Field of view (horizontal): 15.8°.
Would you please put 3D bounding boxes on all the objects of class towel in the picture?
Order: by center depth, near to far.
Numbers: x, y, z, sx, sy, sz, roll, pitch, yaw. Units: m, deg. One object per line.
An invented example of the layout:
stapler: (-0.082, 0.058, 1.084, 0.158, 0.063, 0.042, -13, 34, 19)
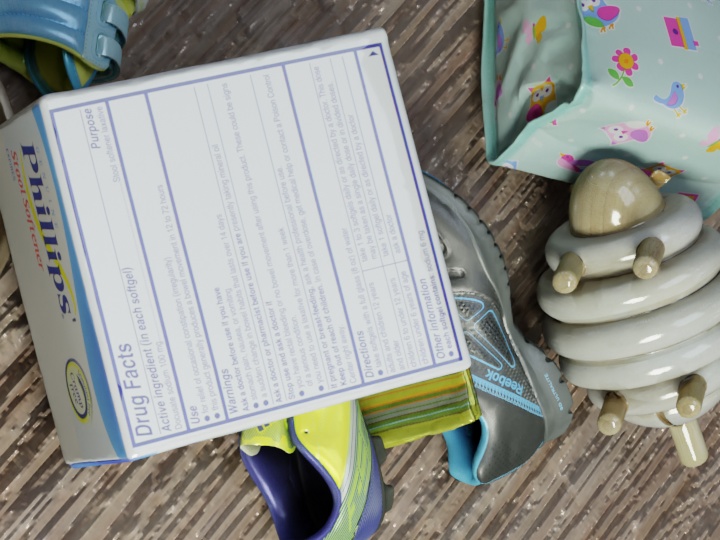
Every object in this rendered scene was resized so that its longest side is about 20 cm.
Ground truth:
towel: (0.000, 0.000, 1.456, 0.018, 0.086, 0.201, -16, 90, -79)

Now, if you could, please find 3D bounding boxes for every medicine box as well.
medicine box: (-0.068, -0.011, 1.329, 0.199, 0.103, 0.183, -14, 89, -24)

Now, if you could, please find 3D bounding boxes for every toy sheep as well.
toy sheep: (0.169, 0.028, 1.543, 0.138, 0.137, 0.201, -28, 111, -38)

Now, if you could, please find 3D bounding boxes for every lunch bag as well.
lunch bag: (0.164, -0.152, 1.586, 0.170, 0.122, 0.201, 16, 57, -29)

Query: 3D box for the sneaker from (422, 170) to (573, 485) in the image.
sneaker: (0.047, 0.029, 1.484, 0.082, 0.073, 0.201, -39, 101, -32)

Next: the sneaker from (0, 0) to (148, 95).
sneaker: (-0.126, -0.152, 1.393, 0.199, 0.079, 0.131, -3, 80, -28)

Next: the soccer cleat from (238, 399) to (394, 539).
soccer cleat: (-0.040, 0.061, 1.413, 0.084, 0.065, 0.201, -20, 94, -48)

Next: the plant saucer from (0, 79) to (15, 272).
plant saucer: (-0.261, -0.055, 1.299, 0.199, 0.029, 0.201, 10, 73, -35)
